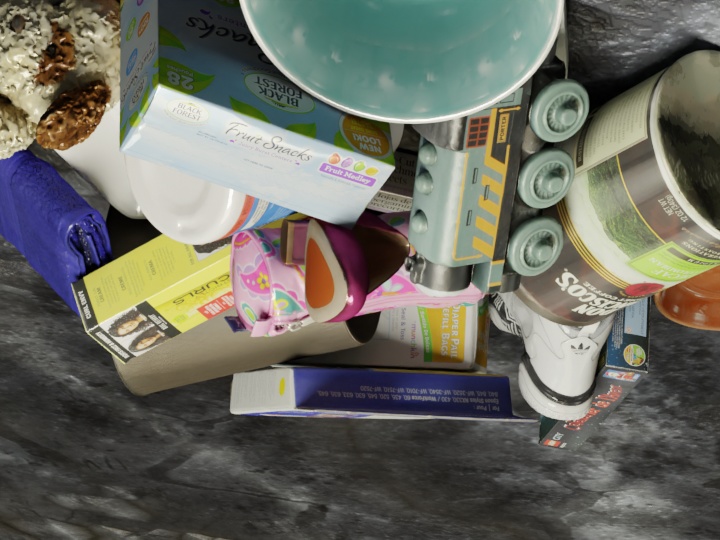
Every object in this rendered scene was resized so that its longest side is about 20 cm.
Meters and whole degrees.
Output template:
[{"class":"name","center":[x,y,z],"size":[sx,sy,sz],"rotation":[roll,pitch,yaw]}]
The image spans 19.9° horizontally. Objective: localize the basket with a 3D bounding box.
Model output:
[{"class":"basket","center":[-0.092,0.009,1.668],"size":[0.198,0.182,0.136],"rotation":[-2,178,20]}]

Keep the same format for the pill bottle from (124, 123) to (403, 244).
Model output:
[{"class":"pill bottle","center":[-0.061,-0.093,1.450],"size":[0.112,0.113,0.199],"rotation":[-20,180,44]}]

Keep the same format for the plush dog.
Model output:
[{"class":"plush dog","center":[-0.234,-0.136,1.408],"size":[0.171,0.201,0.161],"rotation":[-10,150,17]}]

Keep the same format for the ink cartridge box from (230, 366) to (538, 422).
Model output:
[{"class":"ink cartridge box","center":[0.016,0.101,1.691],"size":[0.196,0.047,0.200],"rotation":[4,173,-23]}]

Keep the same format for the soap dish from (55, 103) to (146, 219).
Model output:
[{"class":"soap dish","center":[-0.153,-0.118,1.552],"size":[0.156,0.082,0.200],"rotation":[-5,153,24]}]

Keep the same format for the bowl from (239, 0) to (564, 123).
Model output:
[{"class":"bowl","center":[0.030,-0.201,1.263],"size":[0.199,0.105,0.202],"rotation":[6,133,6]}]

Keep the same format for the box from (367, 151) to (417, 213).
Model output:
[{"class":"box","center":[0.080,-0.059,1.664],"size":[0.199,0.042,0.039],"rotation":[13,156,-11]}]

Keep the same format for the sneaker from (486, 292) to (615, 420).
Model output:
[{"class":"sneaker","center":[0.161,0.020,1.689],"size":[0.075,0.201,0.115],"rotation":[6,126,-14]}]

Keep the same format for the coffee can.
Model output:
[{"class":"coffee can","center":[0.207,-0.057,1.511],"size":[0.146,0.147,0.200],"rotation":[21,151,-27]}]

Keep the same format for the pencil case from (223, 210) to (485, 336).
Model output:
[{"class":"pencil case","center":[0.000,0.000,1.521],"size":[0.199,0.088,0.087],"rotation":[-9,162,-25]}]

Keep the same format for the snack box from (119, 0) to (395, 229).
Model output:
[{"class":"snack box","center":[-0.070,-0.138,1.344],"size":[0.168,0.201,0.068],"rotation":[18,132,-23]}]

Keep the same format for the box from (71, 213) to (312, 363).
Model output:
[{"class":"box","center":[-0.116,-0.004,1.569],"size":[0.199,0.050,0.075],"rotation":[-28,150,7]}]

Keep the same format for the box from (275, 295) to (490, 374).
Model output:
[{"class":"box","center":[0.010,0.034,1.772],"size":[0.198,0.102,0.112],"rotation":[2,175,11]}]

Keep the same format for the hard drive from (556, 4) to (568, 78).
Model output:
[{"class":"hard drive","center":[0.074,-0.191,1.403],"size":[0.131,0.026,0.200],"rotation":[3,154,9]}]

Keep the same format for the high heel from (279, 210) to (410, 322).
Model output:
[{"class":"high heel","center":[0.006,-0.007,1.377],"size":[0.095,0.068,0.200],"rotation":[2,-165,-12]}]

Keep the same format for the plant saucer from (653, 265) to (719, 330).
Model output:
[{"class":"plant saucer","center":[0.338,-0.004,1.690],"size":[0.199,0.033,0.201],"rotation":[-5,156,-2]}]

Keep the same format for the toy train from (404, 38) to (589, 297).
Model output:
[{"class":"toy train","center":[0.087,-0.072,1.429],"size":[0.113,0.085,0.201],"rotation":[-9,122,-28]}]

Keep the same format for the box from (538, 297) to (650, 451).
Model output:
[{"class":"box","center":[0.200,0.057,1.764],"size":[0.037,0.138,0.200],"rotation":[9,155,-8]}]

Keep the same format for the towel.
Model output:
[{"class":"towel","center":[-0.265,-0.068,1.608],"size":[0.200,0.049,0.148],"rotation":[44,157,21]}]
